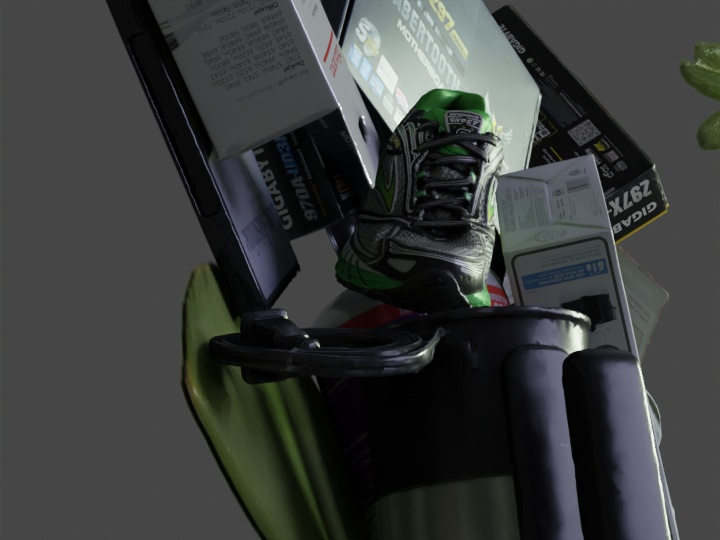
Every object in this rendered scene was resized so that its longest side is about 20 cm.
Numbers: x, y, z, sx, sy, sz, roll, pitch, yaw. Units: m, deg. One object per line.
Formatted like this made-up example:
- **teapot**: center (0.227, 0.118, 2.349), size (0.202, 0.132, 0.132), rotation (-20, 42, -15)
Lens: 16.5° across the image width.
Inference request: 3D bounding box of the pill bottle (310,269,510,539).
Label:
- **pill bottle**: center (0.050, 0.102, 1.301), size (0.112, 0.112, 0.201), rotation (47, 22, -68)

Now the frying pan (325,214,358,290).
- **frying pan**: center (-0.007, -0.016, 1.551), size (0.190, 0.031, 0.116), rotation (-72, 137, -81)

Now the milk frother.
- **milk frother**: center (0.028, 0.113, 1.134), size (0.181, 0.198, 0.190), rotation (134, -48, -70)

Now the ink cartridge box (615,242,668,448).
- **ink cartridge box**: center (0.150, 0.048, 1.690), size (0.162, 0.050, 0.201), rotation (48, -46, 40)

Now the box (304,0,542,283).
- **box**: center (0.030, -0.106, 1.410), size (0.200, 0.051, 0.158), rotation (53, 37, -37)

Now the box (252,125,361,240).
- **box**: center (-0.033, -0.106, 1.448), size (0.160, 0.046, 0.200), rotation (68, 16, -2)

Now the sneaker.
- **sneaker**: center (0.033, -0.037, 1.245), size (0.200, 0.077, 0.086), rotation (-92, -163, -66)

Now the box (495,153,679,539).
- **box**: center (0.126, 0.051, 1.390), size (0.117, 0.060, 0.201), rotation (-91, 167, -65)

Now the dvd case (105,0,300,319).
- **dvd case**: center (-0.082, -0.079, 1.243), size (0.143, 0.017, 0.201), rotation (-62, 131, -80)

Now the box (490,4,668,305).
- **box**: center (0.085, -0.071, 1.646), size (0.200, 0.159, 0.049), rotation (53, -6, 42)

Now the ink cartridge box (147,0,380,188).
- **ink cartridge box**: center (-0.059, -0.129, 1.216), size (0.116, 0.067, 0.201), rotation (-79, 146, -75)
